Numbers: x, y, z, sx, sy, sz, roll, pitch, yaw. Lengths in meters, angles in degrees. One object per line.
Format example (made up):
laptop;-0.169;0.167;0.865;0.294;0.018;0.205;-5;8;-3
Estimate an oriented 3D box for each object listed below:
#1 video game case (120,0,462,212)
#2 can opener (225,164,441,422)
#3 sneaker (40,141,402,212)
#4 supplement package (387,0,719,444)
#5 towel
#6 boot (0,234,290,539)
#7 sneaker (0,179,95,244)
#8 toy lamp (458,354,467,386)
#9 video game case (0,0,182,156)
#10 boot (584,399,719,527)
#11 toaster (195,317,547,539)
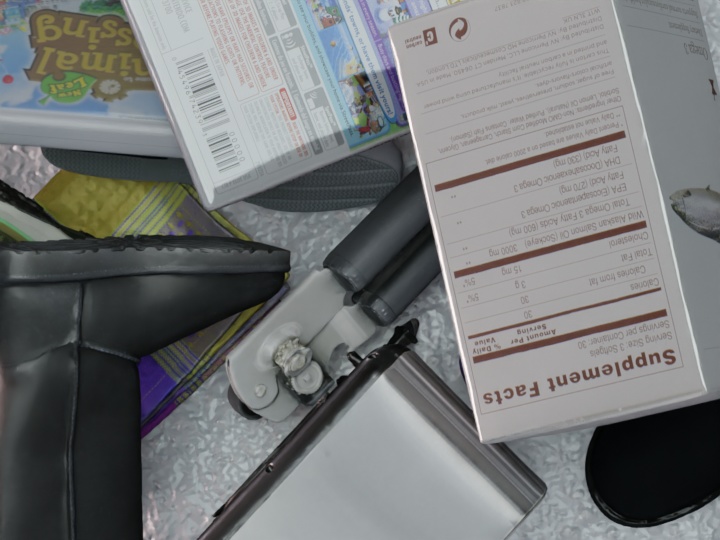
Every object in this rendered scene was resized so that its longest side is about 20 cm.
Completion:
video game case;-0.030;-0.154;1.211;0.182;0.022;0.200;-22;91;-6
can opener;0.000;0.000;1.305;0.200;0.066;0.053;-44;120;-8
sneaker;-0.073;-0.084;1.313;0.199;0.073;0.071;10;57;-10
supplement package;0.107;-0.030;1.124;0.117;0.117;0.201;-15;84;27
towel;-0.153;0.026;1.336;0.200;0.023;0.144;-43;81;-1
boot;-0.117;0.084;1.232;0.164;0.066;0.201;-2;98;-21
sneaker;-0.190;0.005;1.265;0.200;0.077;0.089;33;92;-19
toy lamp;0.142;0.013;1.237;0.200;0.058;0.058;-27;80;-17
video game case;-0.140;-0.136;1.288;0.199;0.022;0.182;5;49;-2
boot;0.199;0.057;1.224;0.200;0.168;0.077;-33;81;1
toaster;-0.001;0.128;1.231;0.119;0.181;0.200;43;87;4
